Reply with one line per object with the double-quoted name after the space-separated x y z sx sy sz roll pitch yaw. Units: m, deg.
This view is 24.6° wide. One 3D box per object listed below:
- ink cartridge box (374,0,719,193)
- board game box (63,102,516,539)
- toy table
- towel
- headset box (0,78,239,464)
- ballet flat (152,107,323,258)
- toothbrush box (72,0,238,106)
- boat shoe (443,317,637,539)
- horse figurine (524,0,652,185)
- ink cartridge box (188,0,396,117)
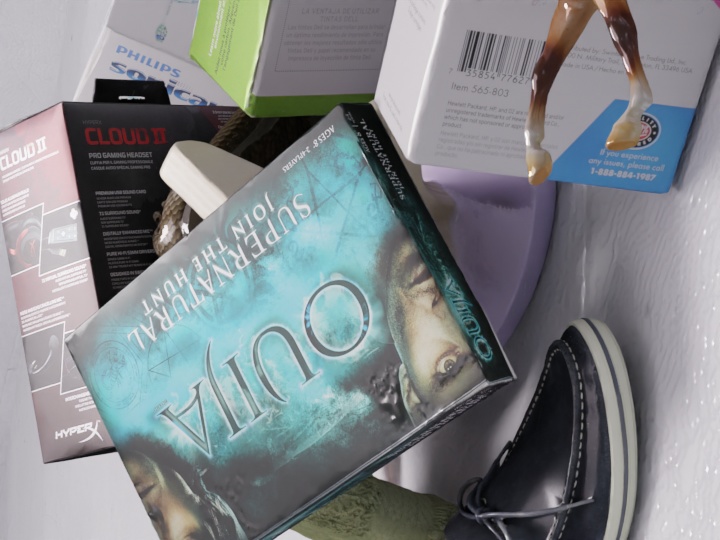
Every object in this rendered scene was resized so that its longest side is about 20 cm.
0.086 -0.138 0.637 0.068 0.114 0.201 -112 32 -58 "ink cartridge box"
-0.038 0.038 0.729 0.200 0.028 0.136 -38 73 32 "board game box"
0.000 0.000 0.789 0.183 0.117 0.201 32 115 29 "toy table"
-0.013 0.122 0.861 0.037 0.148 0.200 -70 14 -11 "towel"
-0.112 -0.006 0.905 0.075 0.148 0.201 -17 81 42 "headset box"
-0.053 -0.066 0.895 0.046 0.068 0.200 -9 33 40 "ballet flat"
-0.074 -0.172 1.024 0.085 0.146 0.201 129 159 -53 "toothbrush box"
0.072 0.115 0.717 0.075 0.062 0.201 -117 37 -63 "boat shoe"
0.112 -0.109 0.535 0.199 0.050 0.133 -12 74 28 "horse figurine"
0.010 -0.183 0.822 0.076 0.147 0.201 45 130 45 "ink cartridge box"
